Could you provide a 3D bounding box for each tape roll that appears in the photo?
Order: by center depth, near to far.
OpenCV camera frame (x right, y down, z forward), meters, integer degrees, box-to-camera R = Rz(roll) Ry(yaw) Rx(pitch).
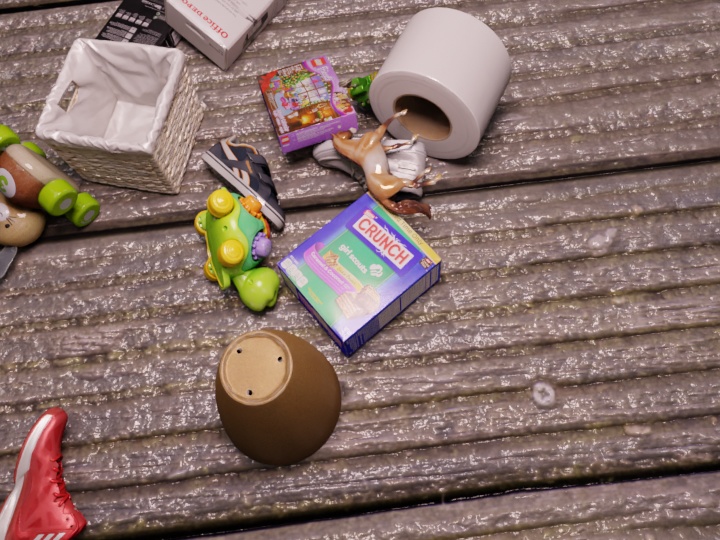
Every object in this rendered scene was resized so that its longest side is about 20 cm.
[{"bbox_3d":[0.130,-0.302,1.028,0.200,0.203,0.140,25,70,12],"label":"tape roll"}]

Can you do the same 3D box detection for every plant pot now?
[{"bbox_3d":[-0.125,0.157,0.850,0.183,0.201,0.190,-1,68,3],"label":"plant pot"}]

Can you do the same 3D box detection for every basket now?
[{"bbox_3d":[-0.394,-0.255,1.052,0.196,0.161,0.201,9,68,5],"label":"basket"}]

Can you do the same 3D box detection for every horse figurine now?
[{"bbox_3d":[0.044,-0.164,0.982,0.131,0.050,0.202,-22,72,-5],"label":"horse figurine"}]

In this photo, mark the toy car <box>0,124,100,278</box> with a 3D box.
[{"bbox_3d":[-0.563,-0.095,1.009,0.164,0.158,0.201,40,85,6],"label":"toy car"}]

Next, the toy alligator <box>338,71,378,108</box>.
[{"bbox_3d":[0.010,-0.306,1.074,0.059,0.200,0.055,-17,103,24],"label":"toy alligator"}]

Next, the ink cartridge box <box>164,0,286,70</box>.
[{"bbox_3d":[-0.248,-0.505,1.169,0.145,0.084,0.201,38,72,-5],"label":"ink cartridge box"}]

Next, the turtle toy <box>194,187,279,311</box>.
[{"bbox_3d":[-0.188,-0.034,0.975,0.100,0.145,0.203,-11,84,-27],"label":"turtle toy"}]

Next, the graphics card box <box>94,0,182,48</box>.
[{"bbox_3d":[-0.423,-0.443,1.190,0.124,0.051,0.202,21,71,10],"label":"graphics card box"}]

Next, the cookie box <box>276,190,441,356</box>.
[{"bbox_3d":[0.000,0.000,0.976,0.199,0.075,0.171,-39,69,-14],"label":"cookie box"}]

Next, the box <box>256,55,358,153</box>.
[{"bbox_3d":[-0.096,-0.295,1.089,0.135,0.039,0.202,-18,49,-6],"label":"box"}]

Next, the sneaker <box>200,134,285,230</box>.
[{"bbox_3d":[-0.181,-0.156,1.047,0.079,0.079,0.200,-44,71,-9],"label":"sneaker"}]

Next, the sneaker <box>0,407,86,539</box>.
[{"bbox_3d":[-0.424,0.305,0.878,0.114,0.078,0.203,16,81,0],"label":"sneaker"}]

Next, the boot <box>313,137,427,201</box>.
[{"bbox_3d":[0.011,-0.165,1.048,0.196,0.074,0.097,2,81,15],"label":"boot"}]
